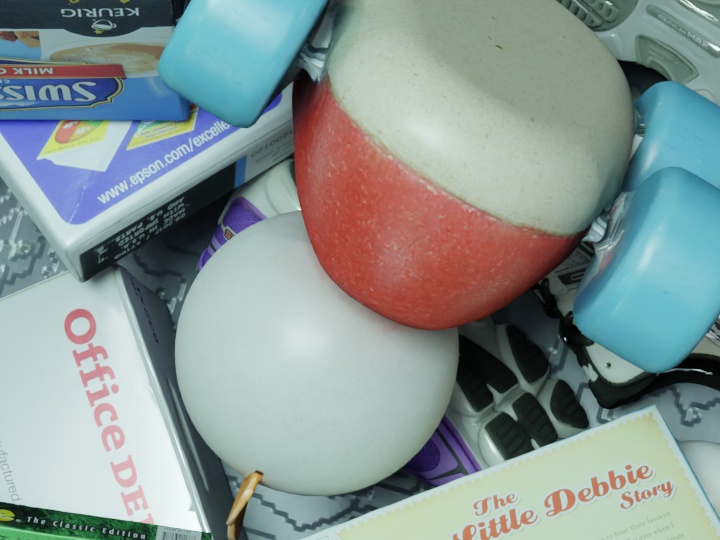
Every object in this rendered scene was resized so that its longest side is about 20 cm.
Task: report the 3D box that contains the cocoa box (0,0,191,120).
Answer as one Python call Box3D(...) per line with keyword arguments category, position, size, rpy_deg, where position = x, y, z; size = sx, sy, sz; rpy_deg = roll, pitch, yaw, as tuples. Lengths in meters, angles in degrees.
Box3D(category="cocoa box", position=(-0.121, -0.166, 0.771), size=(0.133, 0.131, 0.201), rpy_deg=(1, 67, -2))

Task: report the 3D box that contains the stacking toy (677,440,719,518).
Box3D(category="stacking toy", position=(0.182, 0.113, 0.794), size=(0.200, 0.146, 0.146), rpy_deg=(31, 84, 32))

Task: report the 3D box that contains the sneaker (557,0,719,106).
Box3D(category="sneaker", position=(0.151, -0.095, 0.849), size=(0.200, 0.078, 0.099), rpy_deg=(42, 43, 7))

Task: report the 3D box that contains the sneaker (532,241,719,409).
Box3D(category="sneaker", position=(0.090, 0.003, 0.842), size=(0.199, 0.076, 0.088), rpy_deg=(22, 82, 14))

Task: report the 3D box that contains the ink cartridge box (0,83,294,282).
Box3D(category="ink cartridge box", position=(-0.079, -0.125, 0.850), size=(0.198, 0.043, 0.200), rpy_deg=(-32, 73, -16))

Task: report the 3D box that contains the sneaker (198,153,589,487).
Box3D(category="sneaker", position=(0.017, 0.047, 0.858), size=(0.200, 0.081, 0.083), rpy_deg=(50, 119, 11))

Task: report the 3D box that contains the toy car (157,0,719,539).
Box3D(category="toy car", position=(0.000, 0.000, 0.757), size=(0.184, 0.177, 0.200), rpy_deg=(30, 112, -6))

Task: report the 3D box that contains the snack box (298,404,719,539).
Box3D(category="snack box", position=(0.039, 0.130, 0.745), size=(0.199, 0.037, 0.116), rpy_deg=(-18, 68, -23))

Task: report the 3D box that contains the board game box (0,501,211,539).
Box3D(category="board game box", position=(-0.117, 0.179, 0.797), size=(0.104, 0.023, 0.201), rpy_deg=(10, 108, -2))

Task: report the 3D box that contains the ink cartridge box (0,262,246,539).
Box3D(category="ink cartridge box", position=(-0.151, 0.103, 0.857), size=(0.199, 0.084, 0.146), rpy_deg=(-22, 76, 5))
